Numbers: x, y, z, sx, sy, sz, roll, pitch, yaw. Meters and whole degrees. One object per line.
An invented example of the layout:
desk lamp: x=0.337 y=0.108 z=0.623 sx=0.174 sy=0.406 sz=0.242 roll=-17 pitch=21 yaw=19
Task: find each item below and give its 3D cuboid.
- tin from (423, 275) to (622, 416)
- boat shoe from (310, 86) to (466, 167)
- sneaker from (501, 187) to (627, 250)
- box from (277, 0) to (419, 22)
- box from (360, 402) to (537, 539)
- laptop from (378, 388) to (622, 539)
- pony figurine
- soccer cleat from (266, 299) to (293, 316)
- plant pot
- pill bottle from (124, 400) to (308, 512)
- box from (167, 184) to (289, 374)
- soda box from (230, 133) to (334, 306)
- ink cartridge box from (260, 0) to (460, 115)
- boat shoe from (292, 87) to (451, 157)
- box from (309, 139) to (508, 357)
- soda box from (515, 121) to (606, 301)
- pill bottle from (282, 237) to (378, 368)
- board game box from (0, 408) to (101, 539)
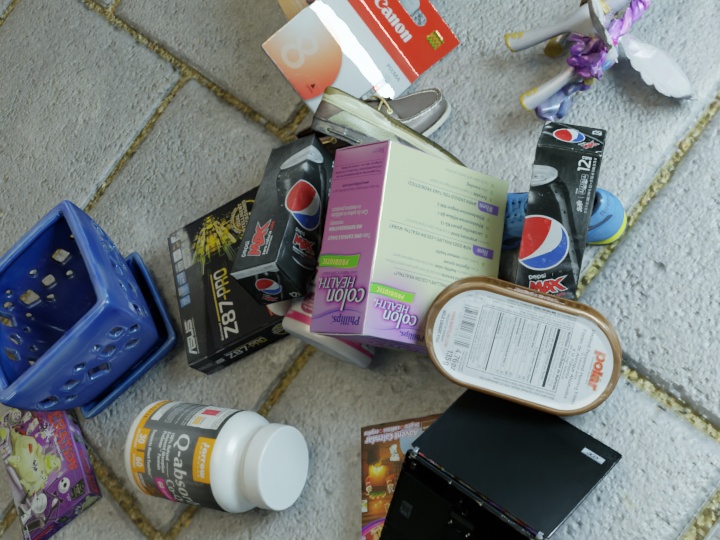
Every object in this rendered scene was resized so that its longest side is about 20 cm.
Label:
tin: x=0.159 y=0.076 z=1.094 sx=0.199 sy=0.042 sz=0.113 roll=16 pitch=103 yaw=8
boat shoe: x=0.034 y=-0.144 z=1.305 sx=0.066 sy=0.200 sz=0.072 roll=-59 pitch=7 yaw=10
sneaker: x=0.189 y=-0.065 z=1.213 sx=0.199 sy=0.078 sz=0.066 roll=-1 pitch=70 yaw=34
box: x=-0.010 y=-0.394 z=1.470 sx=0.200 sy=0.106 sz=0.153 roll=-37 pitch=54 yaw=13
box: x=0.094 y=0.220 z=1.164 sx=0.199 sy=0.039 sz=0.138 roll=-14 pitch=63 yaw=27
laptop: x=0.132 y=0.236 z=1.103 sx=0.177 sy=0.103 sz=0.201 roll=29 pitch=111 yaw=37
pony figurine: x=0.263 y=-0.252 z=1.221 sx=0.200 sy=0.166 sz=0.194 roll=-35 pitch=45 yaw=33
soccer cleat: x=-0.063 y=-0.035 z=1.330 sx=0.085 sy=0.069 sz=0.201 roll=-29 pitch=29 yaw=47
plant pot: x=-0.364 y=0.065 z=1.439 sx=0.200 sy=0.180 sz=0.200 roll=-41 pitch=54 yaw=10
pill bottle: x=-0.167 y=0.217 z=1.285 sx=0.199 sy=0.116 sz=0.117 roll=2 pitch=70 yaw=33
box: x=-0.160 y=0.010 z=1.417 sx=0.161 sy=0.049 sz=0.201 roll=-27 pitch=59 yaw=22
soda box: x=-0.082 y=-0.060 z=1.272 sx=0.070 sy=0.063 sz=0.201 roll=-14 pitch=45 yaw=31
ink cartridge box: x=0.001 y=-0.280 z=1.386 sx=0.200 sy=0.162 sz=0.050 roll=-36 pitch=12 yaw=16
boat shoe: x=0.014 y=-0.178 z=1.361 sx=0.199 sy=0.060 sz=0.072 roll=-23 pitch=38 yaw=5
box: x=0.054 y=-0.016 z=1.181 sx=0.096 sy=0.175 sz=0.202 roll=-3 pitch=77 yaw=52
soda box: x=0.197 y=-0.042 z=1.115 sx=0.063 sy=0.201 sz=0.071 roll=11 pitch=30 yaw=12
pill bottle: x=0.000 y=0.000 z=1.279 sx=0.113 sy=0.113 sz=0.201 roll=19 pitch=79 yaw=37
board game box: x=-0.424 y=0.253 z=1.489 sx=0.120 sy=0.032 sz=0.201 roll=-36 pitch=54 yaw=8
